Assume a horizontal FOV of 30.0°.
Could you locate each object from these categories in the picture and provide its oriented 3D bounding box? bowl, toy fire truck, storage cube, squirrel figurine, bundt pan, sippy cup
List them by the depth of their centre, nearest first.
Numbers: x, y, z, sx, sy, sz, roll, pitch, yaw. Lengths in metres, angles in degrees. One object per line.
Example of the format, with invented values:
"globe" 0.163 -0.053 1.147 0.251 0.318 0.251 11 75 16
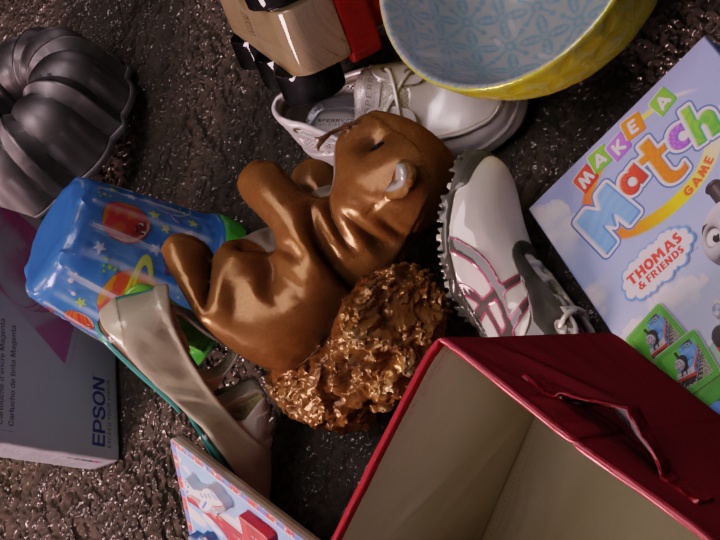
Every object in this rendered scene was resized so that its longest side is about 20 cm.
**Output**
"storage cube" 0.110 0.146 0.667 0.171 0.180 0.200 37 110 32
"bowl" 0.121 -0.191 0.842 0.200 0.108 0.201 -14 67 38
"squirrel figurine" 0.000 0.000 0.882 0.187 0.141 0.200 -38 64 21
"toy fire truck" -0.003 -0.229 0.953 0.200 0.129 0.176 -27 27 -10
"sippy cup" -0.173 -0.001 1.000 0.178 0.130 0.140 -24 46 53
"bundt pan" -0.298 -0.133 1.172 0.202 0.076 0.202 -22 46 25

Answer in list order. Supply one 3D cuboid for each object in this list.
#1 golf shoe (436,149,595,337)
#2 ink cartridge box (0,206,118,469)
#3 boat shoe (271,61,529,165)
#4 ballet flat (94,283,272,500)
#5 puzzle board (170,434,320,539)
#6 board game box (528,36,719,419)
"golf shoe" 0.101 0.021 0.819 0.088 0.077 0.200 -10 83 33
"ink cartridge box" -0.279 0.047 1.056 0.043 0.200 0.197 -21 64 35
"boat shoe" 0.020 -0.111 0.931 0.200 0.069 0.071 -5 70 39
"ballet flat" -0.100 0.085 0.916 0.069 0.200 0.070 -23 35 17
"puzzle board" -0.057 0.210 0.874 0.200 0.017 0.151 28 134 43
"board game box" 0.202 -0.013 0.765 0.151 0.037 0.200 -46 51 22
